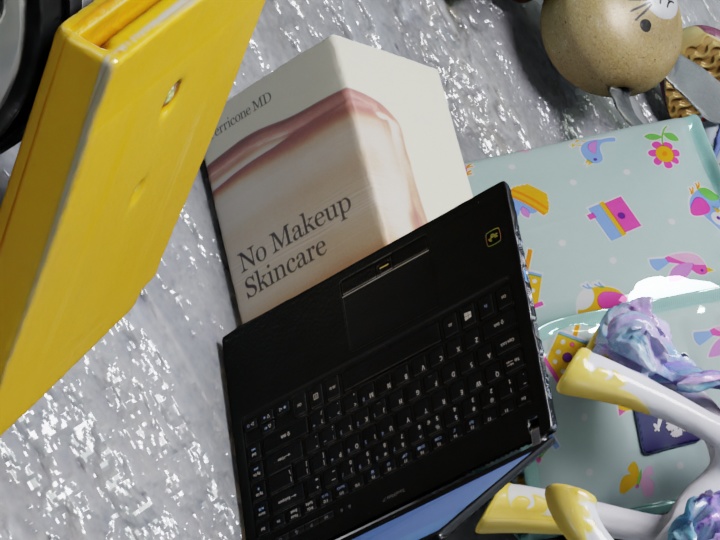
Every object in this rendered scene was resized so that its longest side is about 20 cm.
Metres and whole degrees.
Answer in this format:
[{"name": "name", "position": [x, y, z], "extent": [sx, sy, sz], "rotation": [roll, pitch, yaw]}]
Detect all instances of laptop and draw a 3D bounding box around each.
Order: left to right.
[{"name": "laptop", "position": [-0.016, 0.068, 1.120], "extent": [0.103, 0.177, 0.200], "rotation": [25, 46, -45]}]

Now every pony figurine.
[{"name": "pony figurine", "position": [0.183, 0.098, 1.219], "extent": [0.200, 0.167, 0.193], "rotation": [30, 69, 8]}]

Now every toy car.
[{"name": "toy car", "position": [0.165, -0.167, 1.602], "extent": [0.164, 0.158, 0.200], "rotation": [-34, 97, -48]}]

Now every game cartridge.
[{"name": "game cartridge", "position": [-0.105, -0.039, 1.075], "extent": [0.032, 0.200, 0.176], "rotation": [30, 31, 7]}]

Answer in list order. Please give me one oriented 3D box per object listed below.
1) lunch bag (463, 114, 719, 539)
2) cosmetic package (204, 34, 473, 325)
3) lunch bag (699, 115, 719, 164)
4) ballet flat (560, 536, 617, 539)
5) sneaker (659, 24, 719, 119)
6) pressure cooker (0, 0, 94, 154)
[{"name": "lunch bag", "position": [0.128, 0.036, 1.339], "extent": [0.170, 0.122, 0.200], "rotation": [-12, 60, -17]}, {"name": "cosmetic package", "position": [0.000, 0.000, 1.272], "extent": [0.087, 0.103, 0.200], "rotation": [15, 52, -48]}, {"name": "lunch bag", "position": [0.238, -0.006, 1.654], "extent": [0.160, 0.076, 0.200], "rotation": [55, 30, -14]}, {"name": "ballet flat", "position": [0.126, 0.132, 1.386], "extent": [0.067, 0.046, 0.200], "rotation": [23, 48, -44]}, {"name": "sneaker", "position": [0.265, -0.107, 1.788], "extent": [0.200, 0.075, 0.090], "rotation": [48, 24, -32]}, {"name": "pressure cooker", "position": [-0.173, -0.133, 1.045], "extent": [0.176, 0.179, 0.200], "rotation": [46, 31, -3]}]
